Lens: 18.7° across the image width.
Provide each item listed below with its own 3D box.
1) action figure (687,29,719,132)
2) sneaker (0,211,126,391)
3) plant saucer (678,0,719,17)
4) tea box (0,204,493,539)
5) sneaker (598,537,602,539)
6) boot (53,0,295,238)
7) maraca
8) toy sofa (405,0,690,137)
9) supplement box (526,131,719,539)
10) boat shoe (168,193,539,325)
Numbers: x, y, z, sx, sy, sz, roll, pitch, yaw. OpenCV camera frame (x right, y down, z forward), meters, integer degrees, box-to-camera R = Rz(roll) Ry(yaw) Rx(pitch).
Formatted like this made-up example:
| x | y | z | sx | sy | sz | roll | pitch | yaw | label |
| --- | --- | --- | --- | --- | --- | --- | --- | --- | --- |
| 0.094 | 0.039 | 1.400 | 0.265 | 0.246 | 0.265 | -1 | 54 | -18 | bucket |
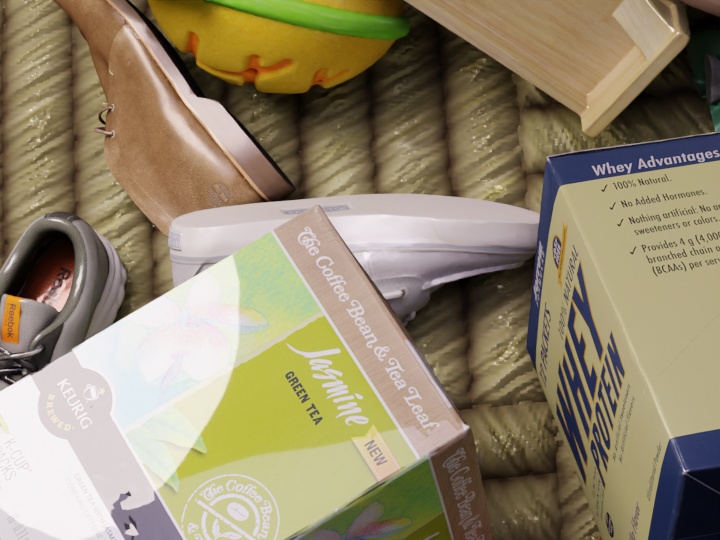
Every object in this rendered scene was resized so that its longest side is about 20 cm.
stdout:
| x | y | z | sx | sy | sz | roll | pitch | yaw | label |
| --- | --- | --- | --- | --- | --- | --- | --- | --- | --- |
| 0.287 | -0.106 | 1.168 | 0.200 | 0.055 | 0.118 | -13 | 65 | -3 | action figure |
| -0.184 | 0.060 | 1.143 | 0.074 | 0.079 | 0.200 | 13 | 72 | 10 | sneaker |
| 0.175 | -0.196 | 1.149 | 0.200 | 0.029 | 0.200 | 18 | 35 | -13 | plant saucer |
| -0.056 | 0.103 | 1.011 | 0.197 | 0.200 | 0.134 | -32 | 68 | -6 | tea box |
| 0.090 | 0.169 | 1.068 | 0.115 | 0.078 | 0.200 | 16 | 70 | 11 | sneaker |
| -0.125 | -0.094 | 1.206 | 0.075 | 0.074 | 0.200 | -41 | 69 | 4 | boot |
| -0.065 | -0.153 | 1.168 | 0.137 | 0.200 | 0.107 | 29 | 109 | 55 | maraca |
| 0.073 | -0.167 | 1.148 | 0.200 | 0.083 | 0.098 | 30 | 33 | -20 | toy sofa |
| 0.202 | 0.046 | 1.020 | 0.200 | 0.134 | 0.200 | -8 | 46 | -10 | supplement box |
| 0.000 | 0.000 | 1.151 | 0.200 | 0.072 | 0.069 | -5 | 104 | -15 | boat shoe |
